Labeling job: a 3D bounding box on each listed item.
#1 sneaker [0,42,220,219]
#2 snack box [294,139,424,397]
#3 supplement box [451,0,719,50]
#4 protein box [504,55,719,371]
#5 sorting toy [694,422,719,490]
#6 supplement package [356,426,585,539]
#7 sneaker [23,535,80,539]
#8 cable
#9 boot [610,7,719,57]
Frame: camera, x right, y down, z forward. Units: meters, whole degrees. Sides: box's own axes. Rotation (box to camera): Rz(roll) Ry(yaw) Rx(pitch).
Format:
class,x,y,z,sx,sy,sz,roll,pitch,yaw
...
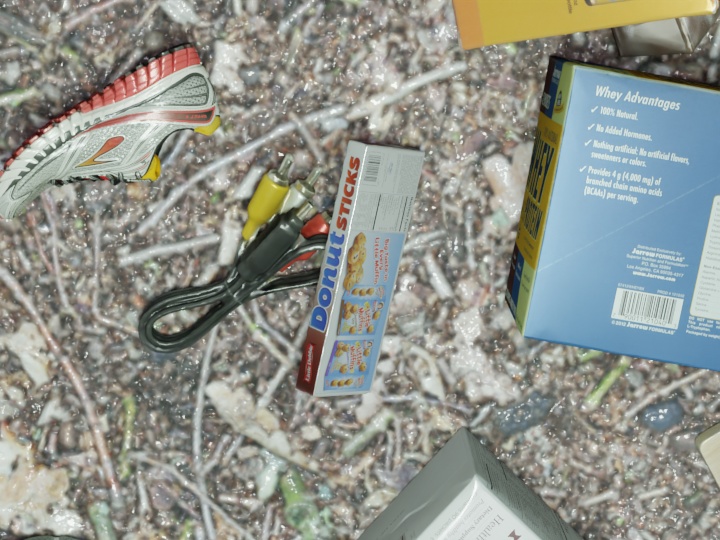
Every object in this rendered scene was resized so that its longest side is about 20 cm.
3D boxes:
class,x,y,z,sx,sy,sz,roll,pitch,yaw
sneaker,-0.198,-0.093,1.204,0.199,0.078,0.083,-30,101,5
snack box,0.000,0.000,1.228,0.024,0.071,0.203,21,103,39
supplement box,0.168,-0.214,1.156,0.198,0.069,0.067,-4,106,25
protein box,0.228,-0.044,1.188,0.196,0.135,0.203,9,100,-2
sorting toy,0.408,0.181,1.265,0.198,0.070,0.200,-30,99,5
supplement package,0.093,0.275,1.239,0.200,0.147,0.191,42,97,-7
sneaker,-0.287,0.268,1.281,0.197,0.071,0.081,0,116,2
cable,-0.089,0.001,1.252,0.097,0.051,0.200,39,110,-24
boot,0.248,-0.277,1.181,0.185,0.064,0.202,-25,97,17
